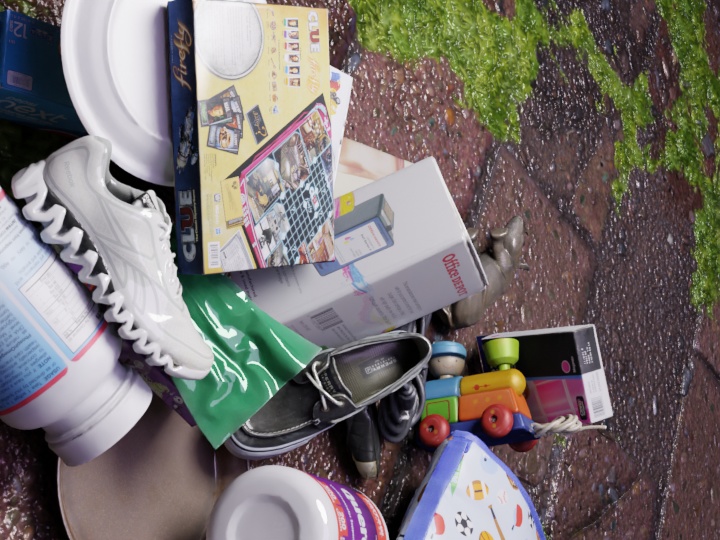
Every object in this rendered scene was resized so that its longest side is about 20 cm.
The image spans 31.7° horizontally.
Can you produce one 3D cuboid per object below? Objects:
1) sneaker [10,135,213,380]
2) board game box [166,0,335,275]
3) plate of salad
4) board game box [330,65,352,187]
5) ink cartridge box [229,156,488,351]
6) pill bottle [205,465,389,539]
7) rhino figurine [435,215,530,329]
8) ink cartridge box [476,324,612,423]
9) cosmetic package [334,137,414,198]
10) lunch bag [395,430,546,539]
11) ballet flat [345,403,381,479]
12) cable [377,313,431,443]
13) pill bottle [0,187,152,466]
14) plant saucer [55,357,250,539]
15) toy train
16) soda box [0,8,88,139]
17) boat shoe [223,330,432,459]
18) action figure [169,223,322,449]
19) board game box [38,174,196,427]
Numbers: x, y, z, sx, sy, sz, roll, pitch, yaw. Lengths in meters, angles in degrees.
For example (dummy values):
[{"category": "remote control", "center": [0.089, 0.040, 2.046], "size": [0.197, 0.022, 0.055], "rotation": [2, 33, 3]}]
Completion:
[{"category": "sneaker", "center": [-0.162, -0.006, 0.915], "size": [0.081, 0.075, 0.201], "rotation": [-36, 106, -1]}, {"category": "board game box", "center": [-0.081, -0.102, 0.974], "size": [0.135, 0.034, 0.202], "rotation": [-6, 96, -44]}, {"category": "plate of salad", "center": [-0.145, -0.165, 0.965], "size": [0.199, 0.048, 0.202], "rotation": [-2, 94, -44]}, {"category": "board game box", "center": [-0.102, -0.142, 1.053], "size": [0.199, 0.035, 0.127], "rotation": [23, 65, -31]}, {"category": "ink cartridge box", "center": [0.000, 0.000, 1.105], "size": [0.145, 0.199, 0.088], "rotation": [54, 14, -68]}, {"category": "pill bottle", "center": [-0.043, 0.232, 1.080], "size": [0.200, 0.111, 0.113], "rotation": [37, 52, -65]}, {"category": "rhino figurine", "center": [0.140, -0.004, 1.412], "size": [0.200, 0.059, 0.088], "rotation": [-38, 129, -47]}, {"category": "ink cartridge box", "center": [0.181, 0.112, 1.339], "size": [0.037, 0.200, 0.096], "rotation": [-12, 91, -30]}, {"category": "cosmetic package", "center": [-0.038, -0.073, 1.193], "size": [0.199, 0.103, 0.088], "rotation": [16, 69, -47]}, {"category": "lunch bag", "center": [0.095, 0.281, 1.242], "size": [0.170, 0.123, 0.201], "rotation": [-59, 138, -40]}, {"category": "ballet flat", "center": [-0.020, 0.108, 1.224], "size": [0.066, 0.056, 0.202], "rotation": [-97, 170, -81]}, {"category": "cable", "center": [0.053, 0.067, 1.253], "size": [0.164, 0.050, 0.201], "rotation": [81, 15, -50]}, {"category": "pill bottle", "center": [-0.243, 0.041, 0.909], "size": [0.201, 0.108, 0.109], "rotation": [53, 46, -18]}, {"category": "plant saucer", "center": [-0.172, 0.168, 1.036], "size": [0.199, 0.032, 0.202], "rotation": [16, 69, -46]}, {"category": "toy train", "center": [0.153, 0.121, 1.296], "size": [0.085, 0.199, 0.117], "rotation": [33, 50, -55]}, {"category": "soda box", "center": [-0.220, -0.144, 1.025], "size": [0.199, 0.067, 0.065], "rotation": [14, 72, -47]}, {"category": "boat shoe", "center": [-0.029, 0.096, 1.090], "size": [0.199, 0.071, 0.072], "rotation": [-27, 82, -21]}, {"category": "action figure", "center": [-0.139, 0.027, 0.999], "size": [0.118, 0.055, 0.200], "rotation": [-42, 92, -26]}, {"category": "board game box", "center": [-0.177, 0.019, 1.037], "size": [0.200, 0.032, 0.120], "rotation": [47, 45, -22]}]
